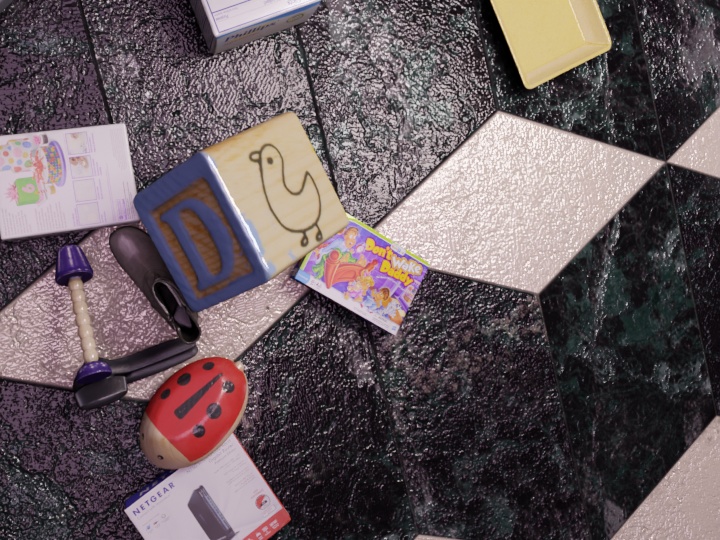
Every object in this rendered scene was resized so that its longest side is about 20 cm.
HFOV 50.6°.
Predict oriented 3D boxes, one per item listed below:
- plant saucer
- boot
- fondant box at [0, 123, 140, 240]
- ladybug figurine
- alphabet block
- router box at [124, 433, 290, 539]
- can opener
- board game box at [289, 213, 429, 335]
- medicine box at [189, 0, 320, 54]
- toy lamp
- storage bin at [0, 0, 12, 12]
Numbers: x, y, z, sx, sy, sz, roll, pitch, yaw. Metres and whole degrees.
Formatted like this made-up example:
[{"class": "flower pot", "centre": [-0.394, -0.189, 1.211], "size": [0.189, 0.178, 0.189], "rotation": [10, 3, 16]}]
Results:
[{"class": "plant saucer", "centre": [0.327, -0.449, 1.357], "size": [0.197, 0.048, 0.203], "rotation": [-27, 98, -14]}, {"class": "boot", "centre": [-0.300, 0.016, 1.135], "size": [0.067, 0.130, 0.202], "rotation": [-37, 100, -12]}, {"class": "fondant box", "centre": [-0.437, -0.131, 1.131], "size": [0.196, 0.058, 0.148], "rotation": [-9, 93, -17]}, {"class": "ladybug figurine", "centre": [-0.255, 0.211, 1.164], "size": [0.135, 0.072, 0.200], "rotation": [39, 73, 13]}, {"class": "alphabet block", "centre": [-0.170, -0.085, 1.103], "size": [0.200, 0.194, 0.198], "rotation": [-39, 105, -47]}, {"class": "router box", "centre": [-0.240, 0.380, 1.201], "size": [0.198, 0.049, 0.181], "rotation": [-36, 100, -13]}, {"class": "can opener", "centre": [-0.343, 0.151, 1.165], "size": [0.197, 0.064, 0.080], "rotation": [-21, 71, -24]}, {"class": "board game box", "centre": [0.000, 0.000, 1.269], "size": [0.198, 0.045, 0.136], "rotation": [29, 83, -15]}, {"class": "medicine box", "centre": [-0.184, -0.470, 1.176], "size": [0.179, 0.103, 0.204], "rotation": [-24, 98, -15]}, {"class": "toy lamp", "centre": [-0.409, 0.061, 1.117], "size": [0.057, 0.058, 0.204], "rotation": [-14, 75, -15]}, {"class": "storage bin", "centre": [-0.558, -0.415, 1.056], "size": [0.134, 0.145, 0.201], "rotation": [44, 80, -23]}]
